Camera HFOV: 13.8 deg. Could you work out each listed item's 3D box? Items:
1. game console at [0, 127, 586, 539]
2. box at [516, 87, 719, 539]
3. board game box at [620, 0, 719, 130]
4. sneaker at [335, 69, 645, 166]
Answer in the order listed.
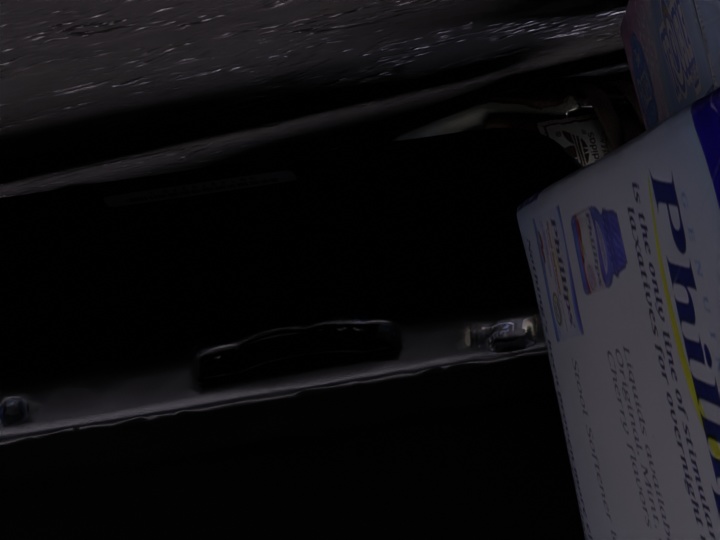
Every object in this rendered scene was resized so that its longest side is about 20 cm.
[{"bbox_3d":[-0.019,0.055,0.705,0.199,0.117,0.176,-9,-157,-15],"label":"game console"},{"bbox_3d":[0.143,0.010,0.581,0.183,0.105,0.200,-11,177,-8],"label":"box"},{"bbox_3d":[0.157,-0.068,0.614,0.198,0.044,0.200,-13,177,3],"label":"board game box"},{"bbox_3d":[0.073,-0.023,0.822,0.199,0.071,0.076,-16,171,12],"label":"sneaker"}]
